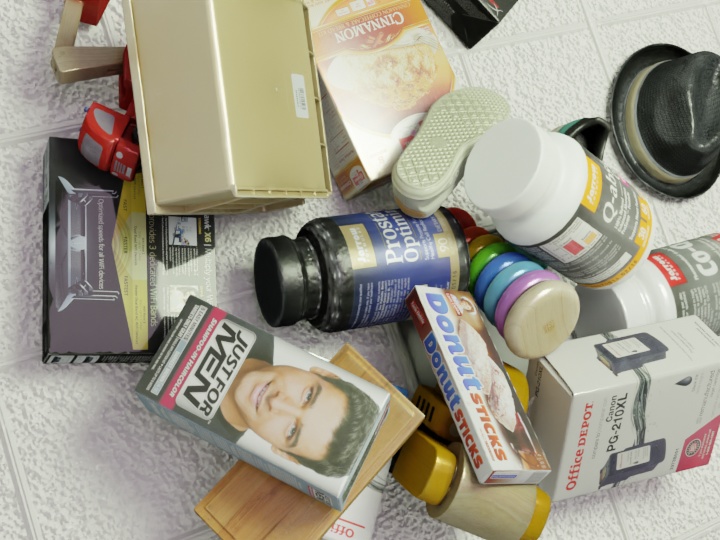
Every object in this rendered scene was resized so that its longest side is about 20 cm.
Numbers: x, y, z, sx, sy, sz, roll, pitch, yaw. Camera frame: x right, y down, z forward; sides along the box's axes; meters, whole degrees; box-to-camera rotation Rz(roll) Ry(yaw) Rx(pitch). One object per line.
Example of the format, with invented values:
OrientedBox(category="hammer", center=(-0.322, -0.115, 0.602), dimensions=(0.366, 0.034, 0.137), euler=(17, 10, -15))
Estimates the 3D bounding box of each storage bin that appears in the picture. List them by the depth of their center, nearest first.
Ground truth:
OrientedBox(category="storage bin", center=(-0.114, -0.160, 0.959), dimensions=(0.198, 0.092, 0.204), euler=(-7, 89, -64))

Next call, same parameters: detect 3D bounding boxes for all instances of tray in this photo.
OrientedBox(category="tray", center=(-0.044, 0.172, 0.920), dimensions=(0.098, 0.037, 0.200), euler=(41, 72, 10))

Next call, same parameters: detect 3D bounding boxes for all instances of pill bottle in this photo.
OrientedBox(category="pill bottle", center=(0.000, 0.000, 1.023), dimensions=(0.197, 0.112, 0.114), euler=(-8, 80, -25))
OrientedBox(category="pill bottle", center=(0.199, -0.066, 1.032), dimensions=(0.199, 0.115, 0.119), euler=(27, 66, -40))
OrientedBox(category="pill bottle", center=(0.342, 0.032, 1.160), dimensions=(0.197, 0.114, 0.116), euler=(-13, 82, -26))

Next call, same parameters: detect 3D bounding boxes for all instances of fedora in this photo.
OrientedBox(category="fedora", center=(0.397, -0.193, 1.250), dimensions=(0.197, 0.091, 0.205), euler=(6, 74, -21))

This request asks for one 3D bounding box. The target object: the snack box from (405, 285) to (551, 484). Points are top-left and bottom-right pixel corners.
OrientedBox(category="snack box", center=(0.104, 0.101, 0.946), dimensions=(0.071, 0.024, 0.202), euler=(7, 46, -34))

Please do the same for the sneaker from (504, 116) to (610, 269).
OrientedBox(category="sneaker", center=(0.222, -0.090, 1.156), dimensions=(0.071, 0.080, 0.203), euler=(30, 68, -16))

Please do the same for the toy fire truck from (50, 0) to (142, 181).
OrientedBox(category="toy fire truck", center=(-0.236, -0.190, 0.970), dimensions=(0.139, 0.049, 0.202), euler=(24, 54, -8))

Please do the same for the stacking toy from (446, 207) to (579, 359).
OrientedBox(category="stacking toy", center=(0.134, 0.001, 1.057), dimensions=(0.084, 0.087, 0.200), euler=(-16, 39, -22))

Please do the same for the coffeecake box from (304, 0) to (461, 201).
OrientedBox(category="coffeecake box", center=(0.016, -0.199, 1.101), dimensions=(0.152, 0.073, 0.203), euler=(-24, 88, -27))

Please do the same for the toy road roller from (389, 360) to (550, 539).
OrientedBox(category="toy road roller", center=(0.107, 0.156, 0.984), dimensions=(0.121, 0.200, 0.148), euler=(24, 91, -15))

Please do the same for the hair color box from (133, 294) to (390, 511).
OrientedBox(category="hair color box", center=(-0.082, 0.113, 0.890), dimensions=(0.197, 0.061, 0.100), euler=(25, 69, 11))

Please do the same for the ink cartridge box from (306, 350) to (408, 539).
OrientedBox(category="ink cartridge box", center=(-0.037, 0.194, 0.983), dimensions=(0.114, 0.067, 0.203), euler=(21, 70, -16))

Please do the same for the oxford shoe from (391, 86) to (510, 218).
OrientedBox(category="oxford shoe", center=(0.088, -0.122, 1.047), dimensions=(0.074, 0.058, 0.200), euler=(28, 50, 15))

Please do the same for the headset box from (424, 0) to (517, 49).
OrientedBox(category="headset box", center=(0.146, -0.384, 1.201), dimensions=(0.149, 0.077, 0.201), euler=(43, 64, -8))

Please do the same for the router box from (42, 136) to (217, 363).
OrientedBox(category="router box", center=(-0.215, -0.017, 0.967), dimensions=(0.154, 0.052, 0.204), euler=(3, 76, -23))

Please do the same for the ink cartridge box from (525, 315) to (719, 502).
OrientedBox(category="ink cartridge box", center=(0.271, 0.141, 1.068), dimensions=(0.196, 0.085, 0.147), euler=(-9, 124, -18))
